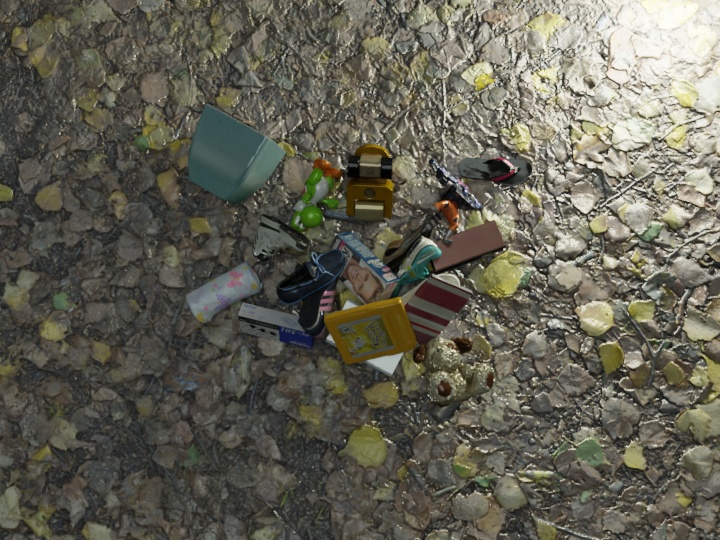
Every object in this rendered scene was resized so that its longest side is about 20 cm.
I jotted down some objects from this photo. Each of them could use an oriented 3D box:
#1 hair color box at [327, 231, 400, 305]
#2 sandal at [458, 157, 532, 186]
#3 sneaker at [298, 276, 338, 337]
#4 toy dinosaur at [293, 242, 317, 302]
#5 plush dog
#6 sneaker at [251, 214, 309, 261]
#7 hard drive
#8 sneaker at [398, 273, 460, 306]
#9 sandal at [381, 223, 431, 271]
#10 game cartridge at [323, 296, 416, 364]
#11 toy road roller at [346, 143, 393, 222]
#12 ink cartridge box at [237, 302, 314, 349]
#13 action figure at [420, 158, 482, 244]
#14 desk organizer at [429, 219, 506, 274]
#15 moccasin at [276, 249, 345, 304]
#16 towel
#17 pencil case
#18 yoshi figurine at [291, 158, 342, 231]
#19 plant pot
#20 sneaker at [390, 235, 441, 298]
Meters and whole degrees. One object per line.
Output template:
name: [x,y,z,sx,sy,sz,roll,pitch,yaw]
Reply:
hair color box: [0.000,0.000,1.692,0.200,0.060,0.100,44,125,24]
sandal: [0.367,-0.273,1.762,0.199,0.045,0.075,5,84,3]
sneaker: [-0.099,0.079,1.673,0.070,0.082,0.200,6,58,29]
toy dinosaur: [-0.152,0.033,1.722,0.077,0.102,0.201,3,82,3]
plush dog: [0.222,0.254,1.678,0.199,0.160,0.172,-6,69,-26]
sneaker: [-0.217,-0.063,1.726,0.200,0.076,0.116,32,100,44]
hard drive: [0.024,0.178,1.737,0.200,0.026,0.132,28,86,6]
sneaker: [0.166,0.065,1.709,0.200,0.085,0.075,-24,89,6]
sandal: [0.104,-0.060,1.736,0.200,0.082,0.055,-45,65,0]
game cartridge: [0.030,0.157,1.642,0.199,0.177,0.032,-13,39,13]
toy road roller: [0.029,-0.243,1.753,0.122,0.146,0.200,3,121,3]
ink cartridge box: [-0.219,0.146,1.713,0.199,0.094,0.044,13,57,4]
action figure: [0.216,-0.190,1.711,0.200,0.105,0.194,45,49,-15]
desk organizer: [0.277,-0.061,1.730,0.199,0.072,0.077,-20,81,0]
moccasin: [-0.122,0.011,1.633,0.200,0.068,0.080,-40,52,-15]
towel: [0.176,0.102,1.660,0.144,0.023,0.200,21,119,-29]
pencil case: [-0.365,0.059,1.738,0.200,0.083,0.091,-30,81,-2]
yoshi figurine: [-0.115,-0.193,1.746,0.112,0.112,0.200,25,88,-1]
plant pot: [-0.346,-0.291,1.731,0.196,0.196,0.200,30,93,5]
sneaker: [0.135,0.004,1.692,0.080,0.078,0.200,32,122,-5]
